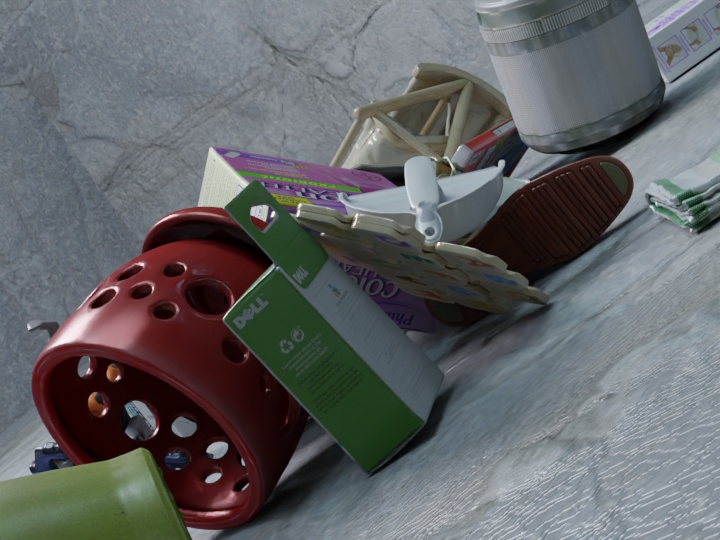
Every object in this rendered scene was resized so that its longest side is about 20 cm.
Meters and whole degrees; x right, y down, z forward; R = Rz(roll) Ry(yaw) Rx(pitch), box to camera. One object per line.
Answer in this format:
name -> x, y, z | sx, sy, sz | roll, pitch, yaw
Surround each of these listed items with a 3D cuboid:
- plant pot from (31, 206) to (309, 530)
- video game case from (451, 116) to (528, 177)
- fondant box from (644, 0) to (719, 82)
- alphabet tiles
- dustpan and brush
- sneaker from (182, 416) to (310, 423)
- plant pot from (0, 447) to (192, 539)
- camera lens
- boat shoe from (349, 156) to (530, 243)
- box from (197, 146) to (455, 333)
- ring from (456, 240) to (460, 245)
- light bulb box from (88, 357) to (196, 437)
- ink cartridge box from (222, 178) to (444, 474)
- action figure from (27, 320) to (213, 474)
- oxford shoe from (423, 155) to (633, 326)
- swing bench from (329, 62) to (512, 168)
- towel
plant pot -> -0.122, 0.069, 1.331 | 0.200, 0.200, 0.183 | -29, 21, 47
video game case -> 0.127, -0.103, 1.881 | 0.200, 0.017, 0.143 | -32, -22, -53
fondant box -> 0.404, -0.295, 1.977 | 0.200, 0.058, 0.144 | -36, 6, 6
alphabet tiles -> 0.035, -0.006, 1.306 | 0.195, 0.200, 0.015 | 12, 78, 31
dustpan and brush -> 0.052, -0.049, 1.359 | 0.139, 0.057, 0.200 | -11, 29, 3
sneaker -> -0.129, 0.078, 1.481 | 0.099, 0.200, 0.070 | -39, 20, -4
plant pot -> -0.180, 0.198, 0.987 | 0.192, 0.201, 0.200 | -24, 5, -7
camera lens -> 0.214, -0.231, 1.792 | 0.159, 0.201, 0.160 | -21, 17, 7
boat shoe -> 0.076, -0.071, 1.685 | 0.199, 0.069, 0.075 | -7, 33, -4
box -> -0.038, -0.029, 1.544 | 0.200, 0.175, 0.097 | -136, 57, -64
ring -> 0.000, 0.000, 1.685 | 0.199, 0.019, 0.201 | -7, 36, 5
light bulb box -> -0.183, 0.088, 1.989 | 0.198, 0.125, 0.200 | -38, 8, -19
ink cartridge box -> -0.034, 0.036, 1.212 | 0.059, 0.200, 0.104 | -42, 4, 18
action figure -> -0.226, 0.139, 1.693 | 0.199, 0.194, 0.105 | 1, 27, 20
oxford shoe -> 0.137, -0.033, 1.427 | 0.200, 0.071, 0.074 | -34, 4, 19
swing bench -> 0.050, -0.116, 1.983 | 0.200, 0.130, 0.199 | -45, -10, -50
towel -> 0.298, -0.101, 1.250 | 0.200, 0.031, 0.149 | -35, 7, 4
